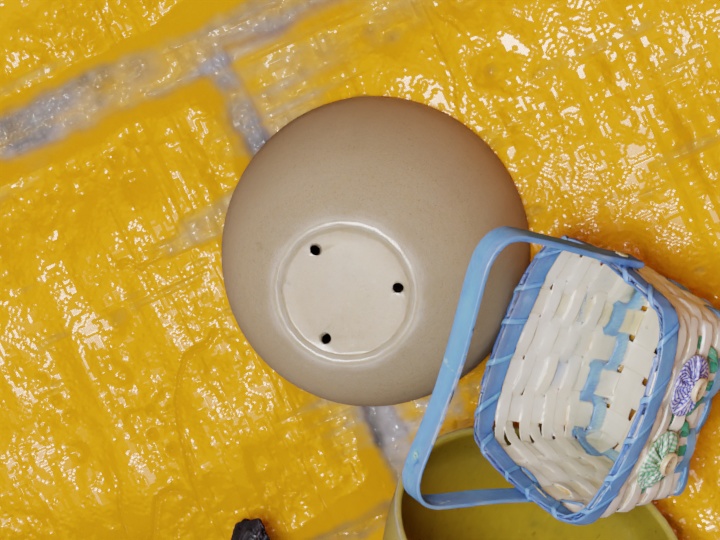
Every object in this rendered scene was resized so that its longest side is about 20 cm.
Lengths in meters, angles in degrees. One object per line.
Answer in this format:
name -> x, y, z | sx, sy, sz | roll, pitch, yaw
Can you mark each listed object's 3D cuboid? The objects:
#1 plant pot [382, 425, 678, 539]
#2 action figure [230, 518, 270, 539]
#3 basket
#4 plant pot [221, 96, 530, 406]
plant pot -> 0.091, 0.219, 1.640 | 0.200, 0.200, 0.142 | 27, 127, 2
action figure -> -0.135, 0.238, 1.711 | 0.200, 0.102, 0.119 | -26, 108, 12
basket -> 0.126, 0.062, 1.581 | 0.200, 0.139, 0.177 | 5, 111, -35
plant pot -> 0.000, 0.000, 1.621 | 0.200, 0.134, 0.201 | 2, 102, 9
